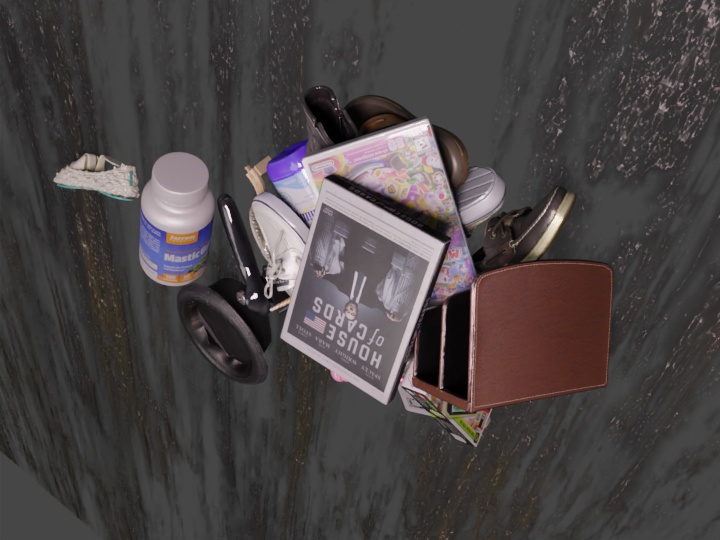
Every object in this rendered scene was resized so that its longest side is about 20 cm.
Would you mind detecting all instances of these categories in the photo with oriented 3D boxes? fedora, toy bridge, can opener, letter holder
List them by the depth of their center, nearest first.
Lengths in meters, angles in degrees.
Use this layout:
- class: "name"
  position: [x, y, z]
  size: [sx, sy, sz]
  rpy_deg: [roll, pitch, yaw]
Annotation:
- class: "letter holder"
  position: [0.164, 0.054, 0.868]
  size: [0.100, 0.197, 0.145]
  rpy_deg: [15, 106, 56]
- class: "toy bridge"
  position: [-0.093, -0.062, 1.115]
  size: [0.201, 0.067, 0.027]
  rpy_deg: [51, 143, -7]
- class: "can opener"
  position: [-0.173, -0.021, 1.240]
  size: [0.063, 0.078, 0.203]
  rpy_deg: [14, 129, 66]
- class: "fedora"
  position: [-0.205, 0.086, 1.332]
  size: [0.198, 0.092, 0.203]
  rpy_deg: [25, 140, 23]

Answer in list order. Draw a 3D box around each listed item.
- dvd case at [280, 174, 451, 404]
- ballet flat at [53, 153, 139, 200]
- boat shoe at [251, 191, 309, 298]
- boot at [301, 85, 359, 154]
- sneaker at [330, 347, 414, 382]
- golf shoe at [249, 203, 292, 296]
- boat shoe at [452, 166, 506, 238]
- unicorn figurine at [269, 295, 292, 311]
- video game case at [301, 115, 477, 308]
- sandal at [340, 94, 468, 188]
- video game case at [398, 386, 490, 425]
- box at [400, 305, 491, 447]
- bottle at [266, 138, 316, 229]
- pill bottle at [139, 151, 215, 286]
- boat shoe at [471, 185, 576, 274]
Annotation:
- class: "dvd case"
  position: [-0.001, 0.022, 0.860]
  size: [0.149, 0.025, 0.203]
  rpy_deg: [29, 119, 21]
- class: "ballet flat"
  position: [-0.440, -0.163, 1.373]
  size: [0.197, 0.072, 0.073]
  rpy_deg: [13, 132, 33]
- class: "boat shoe"
  position: [-0.091, 0.001, 1.052]
  size: [0.204, 0.086, 0.074]
  rpy_deg: [55, 156, -15]
- class: "boot"
  position: [-0.011, -0.099, 0.910]
  size: [0.201, 0.069, 0.132]
  rpy_deg: [52, 163, 23]
- class: "sneaker"
  position: [0.019, 0.098, 1.099]
  size: [0.198, 0.079, 0.097]
  rpy_deg: [-7, 106, 45]
- class: "golf shoe"
  position: [-0.106, -0.009, 1.172]
  size: [0.097, 0.078, 0.202]
  rpy_deg: [-16, 110, 56]
- class: "boat shoe"
  position: [0.103, -0.063, 0.939]
  size: [0.062, 0.073, 0.199]
  rpy_deg: [34, 153, -23]
- class: "unicorn figurine"
  position: [0.000, 0.000, 0.983]
  size: [0.197, 0.139, 0.074]
  rpy_deg: [18, 137, -19]
- class: "video game case"
  position: [0.036, -0.048, 0.873]
  size: [0.140, 0.018, 0.203]
  rpy_deg: [-15, 112, 14]
- class: "sandal"
  position: [0.036, -0.139, 0.919]
  size: [0.199, 0.054, 0.083]
  rpy_deg: [34, 138, 37]
- class: "video game case"
  position: [0.093, 0.123, 1.127]
  size: [0.141, 0.018, 0.203]
  rpy_deg: [5, 126, 42]
- class: "box"
  position: [0.118, 0.129, 0.981]
  size: [0.034, 0.112, 0.200]
  rpy_deg: [16, 162, 32]
- class: "bottle"
  position: [-0.044, -0.069, 1.062]
  size: [0.083, 0.065, 0.202]
  rpy_deg: [-10, 116, 46]
- class: "pill bottle"
  position: [-0.278, -0.078, 1.240]
  size: [0.111, 0.112, 0.201]
  rpy_deg: [36, 142, 12]
- class: "boat shoe"
  position: [0.163, -0.030, 0.894]
  size: [0.066, 0.072, 0.202]
  rpy_deg: [36, 146, 4]
